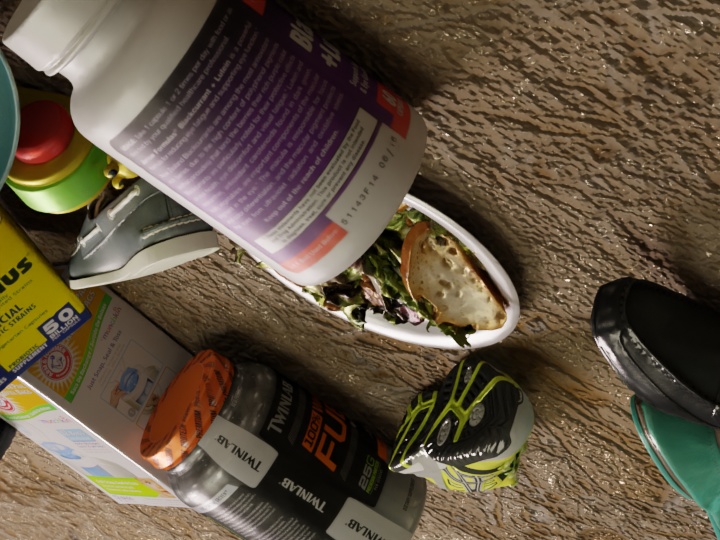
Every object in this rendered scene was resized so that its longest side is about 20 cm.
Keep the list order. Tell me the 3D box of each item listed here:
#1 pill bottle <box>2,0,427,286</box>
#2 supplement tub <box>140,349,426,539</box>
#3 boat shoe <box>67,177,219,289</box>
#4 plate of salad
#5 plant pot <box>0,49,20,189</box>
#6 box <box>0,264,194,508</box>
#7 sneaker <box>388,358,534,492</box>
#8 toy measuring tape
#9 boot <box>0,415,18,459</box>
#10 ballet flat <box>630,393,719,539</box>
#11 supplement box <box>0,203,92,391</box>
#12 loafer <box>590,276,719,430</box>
[{"bbox_3d":[-0.074,-0.089,0.866,0.200,0.111,0.111,35,154,-20],"label":"pill bottle"},{"bbox_3d":[-0.059,0.151,1.309,0.200,0.123,0.123,34,154,-19],"label":"supplement tub"},{"bbox_3d":[-0.150,-0.027,1.145,0.200,0.073,0.062,-14,91,64],"label":"boat shoe"},{"bbox_3d":[0.000,0.000,1.046,0.200,0.048,0.200,21,155,10],"label":"plate of salad"},{"bbox_3d":[-0.316,-0.108,1.005,0.135,0.200,0.200,50,177,45],"label":"plant pot"},{"bbox_3d":[-0.206,0.093,1.358,0.112,0.101,0.200,-5,141,47],"label":"box"},{"bbox_3d":[0.084,0.110,1.167,0.076,0.075,0.200,22,166,-10],"label":"sneaker"},{"bbox_3d":[-0.220,-0.078,1.077,0.200,0.074,0.074,12,152,27],"label":"toy measuring tape"},{"bbox_3d":[-0.357,0.054,1.367,0.066,0.165,0.200,-31,124,27],"label":"boot"},{"bbox_3d":[0.232,0.121,1.061,0.070,0.067,0.200,-17,137,23],"label":"ballet flat"},{"bbox_3d":[-0.289,-0.011,1.167,0.110,0.109,0.200,45,173,34],"label":"supplement box"},{"bbox_3d":[0.212,0.058,0.941,0.200,0.068,0.070,31,147,-24],"label":"loafer"}]
